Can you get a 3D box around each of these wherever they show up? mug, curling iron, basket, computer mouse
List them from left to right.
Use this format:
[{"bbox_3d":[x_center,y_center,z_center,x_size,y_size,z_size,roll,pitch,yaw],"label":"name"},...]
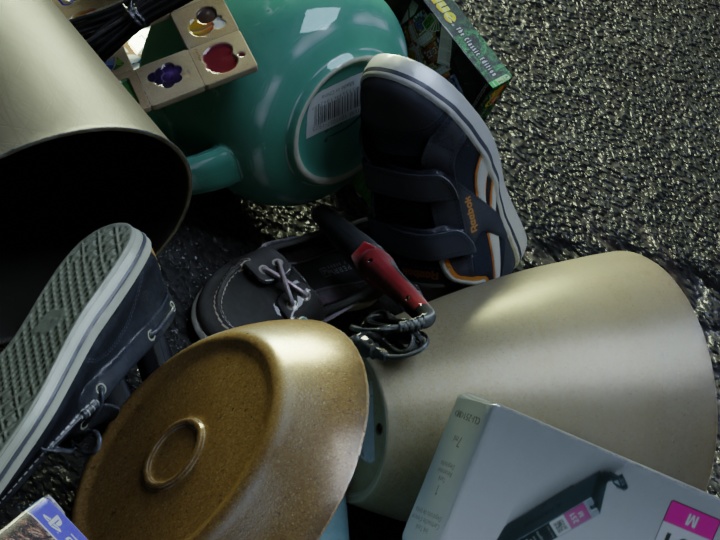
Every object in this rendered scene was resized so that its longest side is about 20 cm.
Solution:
[{"bbox_3d":[-0.208,-0.082,1.389,0.200,0.180,0.136,60,-1,39],"label":"basket"},{"bbox_3d":[-0.147,-0.194,1.525,0.046,0.140,0.201,48,15,-44],"label":"computer mouse"},{"bbox_3d":[-0.053,-0.104,1.571,0.114,0.186,0.152,35,4,36],"label":"mug"},{"bbox_3d":[0.000,0.000,1.497,0.049,0.026,0.200,-16,28,-8],"label":"curling iron"}]

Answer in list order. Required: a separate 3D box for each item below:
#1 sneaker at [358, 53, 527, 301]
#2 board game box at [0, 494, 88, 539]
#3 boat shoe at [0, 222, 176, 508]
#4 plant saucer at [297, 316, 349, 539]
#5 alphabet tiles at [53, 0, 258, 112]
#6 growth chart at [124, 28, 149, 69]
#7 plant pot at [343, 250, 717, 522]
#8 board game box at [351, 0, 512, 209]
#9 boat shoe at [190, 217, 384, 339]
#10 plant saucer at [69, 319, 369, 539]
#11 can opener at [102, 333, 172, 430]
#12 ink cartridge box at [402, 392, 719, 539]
[{"bbox_3d":[0.044,-0.042,1.546,0.080,0.078,0.200,-58,140,-25],"label":"sneaker"},{"bbox_3d":[-0.161,0.224,1.132,0.160,0.097,0.200,47,32,3],"label":"board game box"},{"bbox_3d":[-0.157,0.066,1.296,0.062,0.074,0.201,53,54,-32],"label":"boat shoe"},{"bbox_3d":[-0.038,0.127,1.361,0.201,0.038,0.203,-7,90,-84],"label":"plant saucer"},{"bbox_3d":[-0.170,-0.157,1.526,0.008,0.166,0.201,77,-10,-50],"label":"alphabet tiles"},{"bbox_3d":[-0.179,-0.173,1.640,0.200,0.018,0.145,39,33,-7],"label":"growth chart"},{"bbox_3d":[0.077,0.083,1.510,0.199,0.188,0.188,-1,52,-31],"label":"plant pot"},{"bbox_3d":[0.028,-0.109,1.642,0.023,0.200,0.105,-32,77,-30],"label":"board game box"},{"bbox_3d":[-0.032,0.002,1.568,0.067,0.057,0.200,51,32,11],"label":"boat shoe"},{"bbox_3d":[-0.082,0.099,1.263,0.035,0.200,0.201,40,30,-31],"label":"plant saucer"},{"bbox_3d":[-0.114,0.087,1.392,0.063,0.079,0.201,-22,61,-14],"label":"can opener"},{"bbox_3d":[0.108,0.183,1.427,0.199,0.175,0.043,24,-4,-30],"label":"ink cartridge box"}]
